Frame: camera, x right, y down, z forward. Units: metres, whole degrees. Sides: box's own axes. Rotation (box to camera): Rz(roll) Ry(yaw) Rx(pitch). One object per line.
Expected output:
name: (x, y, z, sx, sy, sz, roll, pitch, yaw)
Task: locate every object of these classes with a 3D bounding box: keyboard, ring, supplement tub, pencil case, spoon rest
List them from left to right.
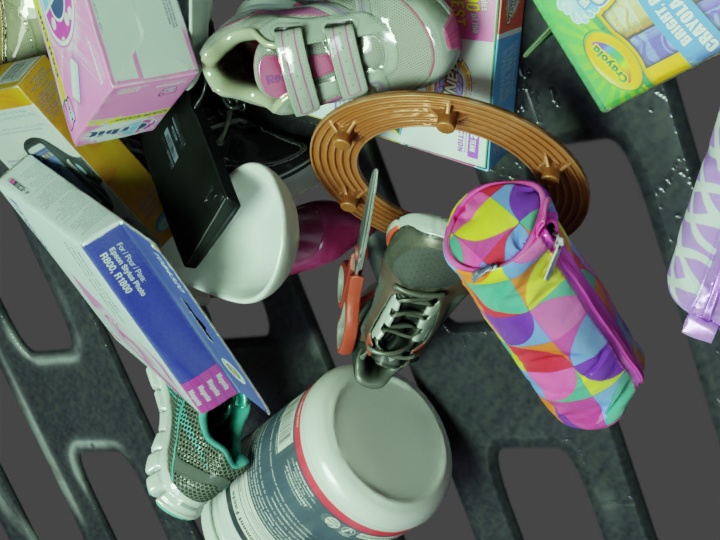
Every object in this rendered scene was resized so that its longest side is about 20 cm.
keyboard: (-0.123, -0.110, 1.136, 0.127, 0.020, 0.201, -56, 42, 33)
spoon rest: (-0.102, -0.014, 1.130, 0.200, 0.060, 0.100, -29, 65, 58)
supplement tub: (-0.031, 0.176, 1.260, 0.141, 0.140, 0.200, 48, 134, -2)
ring: (0.060, -0.058, 1.057, 0.199, 0.019, 0.201, 12, 152, 6)
pencil case: (0.129, 0.025, 1.046, 0.088, 0.089, 0.200, -1, 143, 35)
pencil case: (0.250, -0.054, 0.950, 0.083, 0.086, 0.201, 17, 129, 12)

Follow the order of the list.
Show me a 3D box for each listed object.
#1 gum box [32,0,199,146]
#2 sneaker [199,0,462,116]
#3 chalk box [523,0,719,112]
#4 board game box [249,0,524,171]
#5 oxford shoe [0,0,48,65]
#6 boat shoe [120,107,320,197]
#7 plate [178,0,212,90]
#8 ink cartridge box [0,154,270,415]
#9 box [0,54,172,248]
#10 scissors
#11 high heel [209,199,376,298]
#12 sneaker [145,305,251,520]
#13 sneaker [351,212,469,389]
gum box: (-0.187, -0.205, 1.076, 0.113, 0.066, 0.202, -33, 72, 62)
sneaker: (-0.025, -0.142, 1.024, 0.199, 0.088, 0.082, -2, 118, 36)
chalk box: (0.173, -0.187, 0.889, 0.199, 0.125, 0.124, -24, 104, 41)
board game box: (0.014, -0.169, 1.068, 0.199, 0.040, 0.154, 20, 128, 23)
oxford shoe: (-0.248, -0.180, 1.225, 0.073, 0.071, 0.201, 3, 122, 27)
boat shoe: (-0.109, -0.092, 1.190, 0.199, 0.072, 0.068, 5, 123, 41)
plate: (-0.144, -0.260, 1.075, 0.200, 0.032, 0.201, 51, 144, 41)
ink cartridge box: (-0.174, 0.021, 1.167, 0.200, 0.043, 0.197, 33, 159, 47)
box: (-0.223, -0.079, 1.205, 0.119, 0.042, 0.200, 0, 139, 49)
scissors: (0.000, 0.000, 1.104, 0.014, 0.074, 0.200, 5, 157, -7)
high heel: (-0.072, -0.019, 1.234, 0.200, 0.095, 0.068, -28, 66, 58)
sneaker: (-0.126, 0.103, 1.271, 0.091, 0.201, 0.077, -31, 142, 34)
sneaker: (0.039, 0.031, 1.124, 0.076, 0.082, 0.200, 17, 150, -4)
